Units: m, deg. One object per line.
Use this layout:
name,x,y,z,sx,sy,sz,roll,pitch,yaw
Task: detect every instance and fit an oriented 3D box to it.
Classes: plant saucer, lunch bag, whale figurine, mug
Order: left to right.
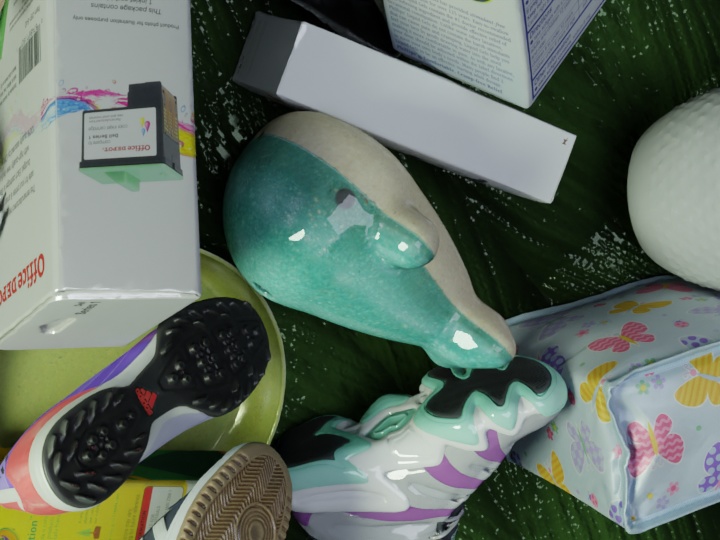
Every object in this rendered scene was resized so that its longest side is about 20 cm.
plant saucer,-0.141,0.073,1.277,0.199,0.031,0.202,-10,113,-24
whale figurine,0.000,0.000,1.261,0.200,0.159,0.104,46,74,-14
lunch bag,0.210,0.078,1.371,0.199,0.169,0.128,-18,108,-21
mug,0.279,-0.068,1.378,0.200,0.174,0.148,-51,127,-44

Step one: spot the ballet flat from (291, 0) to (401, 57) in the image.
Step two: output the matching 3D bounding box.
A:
ballet flat,-0.025,-0.173,1.240,0.199,0.066,0.057,12,60,-55

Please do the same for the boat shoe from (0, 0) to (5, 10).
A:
boat shoe,-0.280,-0.172,1.109,0.072,0.199,0.065,-67,159,-17

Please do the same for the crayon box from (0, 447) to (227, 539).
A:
crayon box,-0.170,0.171,1.253,0.199,0.051,0.128,4,107,-28

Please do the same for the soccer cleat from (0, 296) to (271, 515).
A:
soccer cleat,-0.130,0.075,1.215,0.200,0.073,0.069,-39,106,-44

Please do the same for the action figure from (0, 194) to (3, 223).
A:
action figure,-0.276,-0.045,1.163,0.130,0.069,0.200,-40,95,27

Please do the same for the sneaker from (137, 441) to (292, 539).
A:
sneaker,-0.122,0.181,1.219,0.070,0.108,0.201,50,53,-29

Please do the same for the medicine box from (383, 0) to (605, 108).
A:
medicine box,0.094,-0.234,1.229,0.183,0.102,0.201,-53,152,-25

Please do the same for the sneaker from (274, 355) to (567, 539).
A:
sneaker,0.055,0.139,1.340,0.199,0.078,0.141,-18,116,19

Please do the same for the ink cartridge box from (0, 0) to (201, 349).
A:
ink cartridge box,-0.149,-0.067,1.156,0.083,0.145,0.202,2,77,-23

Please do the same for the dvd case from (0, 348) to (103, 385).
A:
dvd case,-0.224,-0.030,1.244,0.148,0.016,0.202,-5,100,-24

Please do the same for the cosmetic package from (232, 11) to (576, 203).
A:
cosmetic package,0.027,-0.099,1.307,0.199,0.082,0.051,20,90,-25
